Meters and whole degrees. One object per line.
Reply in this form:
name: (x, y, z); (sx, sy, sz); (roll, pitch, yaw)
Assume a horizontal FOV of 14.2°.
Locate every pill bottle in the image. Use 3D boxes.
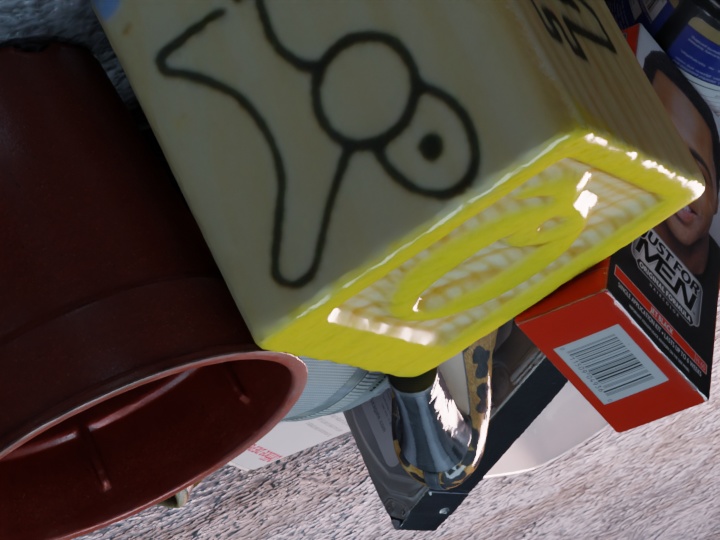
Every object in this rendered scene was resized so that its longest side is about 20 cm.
pill bottle: (0.189, -0.131, 1.661); (0.111, 0.112, 0.200); (-17, 160, -27)

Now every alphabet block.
alphabet block: (0.020, -0.085, 1.406); (0.195, 0.201, 0.196); (-33, 161, 20)

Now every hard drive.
hard drive: (0.057, 0.036, 1.653); (0.038, 0.140, 0.200); (6, 137, -38)

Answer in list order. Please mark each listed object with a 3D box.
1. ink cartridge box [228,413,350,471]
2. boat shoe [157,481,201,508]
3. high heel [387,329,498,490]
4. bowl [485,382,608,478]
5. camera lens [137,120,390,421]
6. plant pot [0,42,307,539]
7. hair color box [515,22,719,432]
ink cartridge box: (-0.009, 0.052, 1.882); (0.199, 0.086, 0.148); (-21, 168, 5)
boat shoe: (-0.136, 0.131, 1.985); (0.199, 0.072, 0.072); (-17, 160, -28)
high heel: (0.052, 0.015, 1.590); (0.071, 0.201, 0.143); (7, 152, 14)
bowl: (0.143, 0.086, 2.249); (0.200, 0.075, 0.199); (-39, 158, 30)
camera lens: (-0.065, 0.003, 1.591); (0.160, 0.161, 0.200); (-35, 160, 24)
plant pot: (-0.156, 0.008, 1.422); (0.200, 0.196, 0.201); (-24, 162, -8)
hair color box: (0.143, -0.025, 1.547); (0.061, 0.201, 0.102); (-22, 129, 31)
